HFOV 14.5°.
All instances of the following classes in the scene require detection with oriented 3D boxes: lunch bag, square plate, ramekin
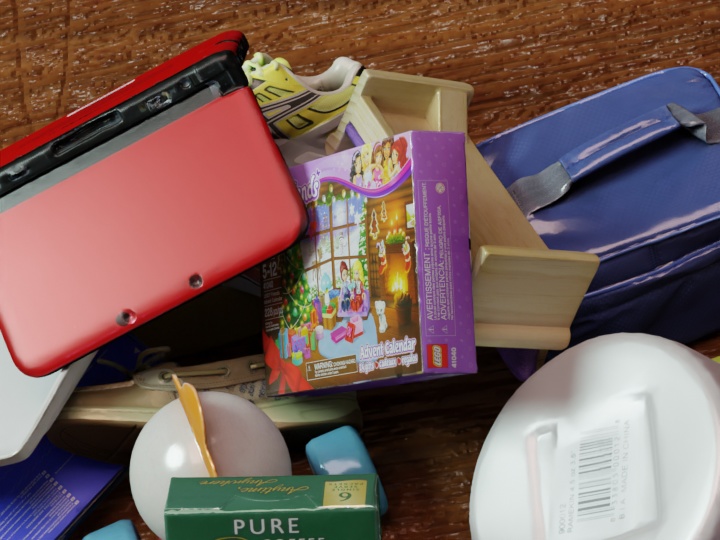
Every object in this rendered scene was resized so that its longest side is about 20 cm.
[{"bbox_3d":[0.170,-0.035,1.768,0.200,0.132,0.136,-23,52,-3],"label":"lunch bag"},{"bbox_3d":[-0.232,0.064,1.759,0.200,0.028,0.198,-13,36,38],"label":"square plate"},{"bbox_3d":[0.158,0.133,1.617,0.200,0.098,0.201,-19,57,32],"label":"ramekin"}]

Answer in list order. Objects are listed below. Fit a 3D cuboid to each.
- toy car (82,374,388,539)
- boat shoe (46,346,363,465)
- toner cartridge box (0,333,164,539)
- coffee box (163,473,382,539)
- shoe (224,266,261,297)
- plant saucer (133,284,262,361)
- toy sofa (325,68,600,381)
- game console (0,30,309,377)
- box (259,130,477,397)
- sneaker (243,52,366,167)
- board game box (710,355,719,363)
[{"bbox_3d":[-0.076,0.147,1.648,0.184,0.200,0.177,-22,52,-3],"label":"toy car"},{"bbox_3d":[-0.099,0.080,1.754,0.199,0.073,0.063,0,67,-20],"label":"boat shoe"},{"bbox_3d":[-0.204,0.121,1.777,0.095,0.043,0.200,42,69,5],"label":"toner cartridge box"},{"bbox_3d":[-0.043,0.210,1.591,0.123,0.201,0.044,-2,25,4],"label":"coffee box"},{"bbox_3d":[-0.046,-0.027,1.807,0.200,0.091,0.071,30,46,12],"label":"shoe"},{"bbox_3d":[-0.174,-0.022,1.896,0.199,0.049,0.200,-17,52,0],"label":"plant saucer"},{"bbox_3d":[0.053,-0.026,1.686,0.083,0.098,0.200,5,35,-31],"label":"toy sofa"},{"bbox_3d":[-0.138,-0.044,1.734,0.200,0.119,0.172,-27,11,7],"label":"game console"},{"bbox_3d":[0.000,0.000,1.655,0.039,0.200,0.137,1,83,-28],"label":"box"},{"bbox_3d":[-0.083,-0.107,1.868,0.199,0.077,0.075,-2,20,-31],"label":"sneaker"},{"bbox_3d":[0.240,0.141,1.672,0.101,0.048,0.200,-19,52,-1],"label":"board game box"}]
